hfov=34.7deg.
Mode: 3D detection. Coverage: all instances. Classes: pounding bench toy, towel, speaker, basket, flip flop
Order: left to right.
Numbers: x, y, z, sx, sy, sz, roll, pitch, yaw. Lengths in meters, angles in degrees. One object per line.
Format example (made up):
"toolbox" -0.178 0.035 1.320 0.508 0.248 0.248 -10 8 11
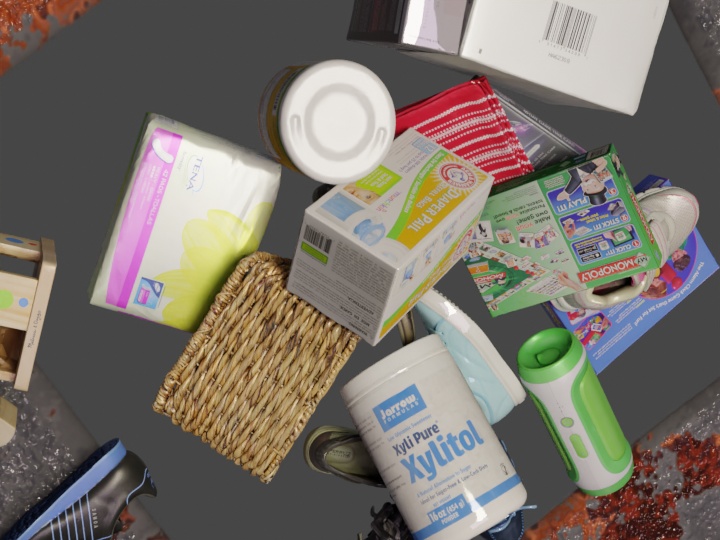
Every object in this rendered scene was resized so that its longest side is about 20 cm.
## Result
"pounding bench toy" -0.393 0.061 1.115 0.153 0.124 0.204 12 99 -19
"basket" -0.099 0.089 1.207 0.148 0.143 0.202 32 100 0
"flip flop" 0.000 0.000 1.250 0.057 0.081 0.201 -32 104 11
"towel" 0.110 -0.103 1.232 0.143 0.023 0.201 -17 122 27
"speaker" 0.252 0.166 1.346 0.088 0.088 0.202 -33 117 -7

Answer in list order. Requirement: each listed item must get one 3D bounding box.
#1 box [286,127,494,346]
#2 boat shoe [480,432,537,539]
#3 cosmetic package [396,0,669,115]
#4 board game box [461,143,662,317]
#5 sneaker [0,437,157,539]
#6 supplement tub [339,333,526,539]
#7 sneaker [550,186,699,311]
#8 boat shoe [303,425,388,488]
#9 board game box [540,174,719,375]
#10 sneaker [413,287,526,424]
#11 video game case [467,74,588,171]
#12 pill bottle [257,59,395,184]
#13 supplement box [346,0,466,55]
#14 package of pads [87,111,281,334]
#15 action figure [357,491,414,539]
"box" 0.033 -0.039 1.141 0.112 0.200 0.102 31 133 16
"boat shoe" 0.152 0.260 1.331 0.084 0.068 0.201 -45 130 -20
"cosmetic package" 0.168 -0.250 1.176 0.196 0.200 0.125 15 96 -19
"board game box" 0.198 -0.037 1.211 0.197 0.029 0.136 -18 112 30
"sneaker" -0.305 0.271 1.218 0.199 0.070 0.078 -41 104 -5
"supplement tub" 0.077 0.186 1.225 0.130 0.132 0.202 -28 80 -9
"sneaker" 0.304 -0.015 1.280 0.199 0.088 0.082 -39 109 -5
"boat shoe" 0.035 0.217 1.310 0.197 0.066 0.073 8 97 -19
"board game box" 0.309 0.005 1.358 0.199 0.045 0.135 -39 110 -5
"sneaker" 0.108 0.103 1.303 0.082 0.074 0.201 -44 110 -8
"video game case" 0.157 -0.110 1.257 0.198 0.019 0.143 31 129 -20
"pill bottle" -0.042 -0.149 1.131 0.109 0.200 0.113 -2 100 -13
"supplement box" 0.046 -0.273 1.133 0.060 0.200 0.111 8 100 -18
"package of pads" -0.177 -0.042 1.187 0.152 0.068 0.203 17 97 -19
"action figure" 0.022 0.333 1.312 0.198 0.102 0.120 -33 130 -6
